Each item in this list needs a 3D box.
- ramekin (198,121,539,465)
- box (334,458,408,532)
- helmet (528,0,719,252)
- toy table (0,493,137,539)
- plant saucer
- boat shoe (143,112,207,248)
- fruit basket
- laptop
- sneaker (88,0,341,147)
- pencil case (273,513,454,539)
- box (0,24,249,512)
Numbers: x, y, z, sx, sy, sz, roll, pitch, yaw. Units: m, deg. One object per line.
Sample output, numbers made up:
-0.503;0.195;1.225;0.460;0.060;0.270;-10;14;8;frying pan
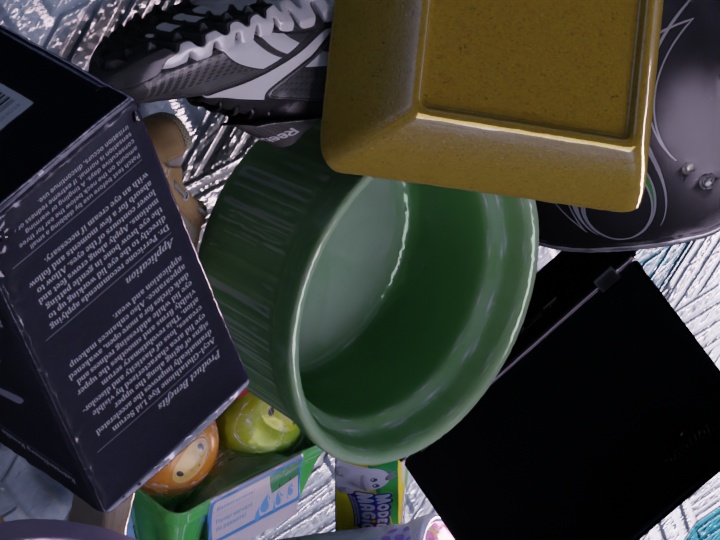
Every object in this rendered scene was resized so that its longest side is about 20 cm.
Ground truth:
0.000;0.000;1.676;0.199;0.097;0.201;-24;126;-39;ramekin
0.008;0.104;1.898;0.200;0.048;0.118;92;3;-53;box
0.151;-0.124;1.730;0.200;0.199;0.192;-26;116;-37;helmet
-0.165;0.180;1.647;0.184;0.117;0.200;-43;124;7;toy table
0.085;-0.142;1.576;0.199;0.048;0.201;7;86;-25;plant saucer
-0.122;-0.054;1.565;0.076;0.071;0.200;-56;165;-13;boat shoe
-0.083;0.075;1.747;0.185;0.094;0.201;-24;140;-39;fruit basket
0.127;0.082;1.760;0.187;0.116;0.200;-41;-170;14;laptop
-0.058;-0.103;1.558;0.200;0.066;0.091;-23;114;-43;sneaker
-0.030;0.209;1.874;0.199;0.084;0.091;-12;161;22;pencil case
-0.160;-0.006;1.418;0.104;0.148;0.201;-42;138;-22;box
